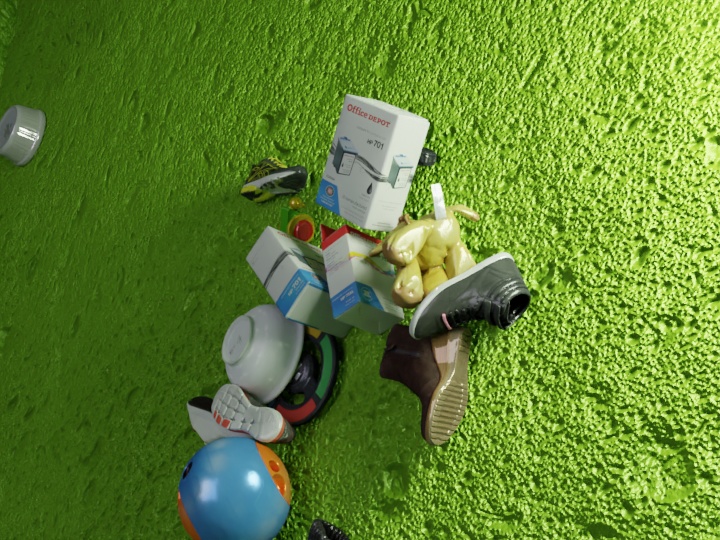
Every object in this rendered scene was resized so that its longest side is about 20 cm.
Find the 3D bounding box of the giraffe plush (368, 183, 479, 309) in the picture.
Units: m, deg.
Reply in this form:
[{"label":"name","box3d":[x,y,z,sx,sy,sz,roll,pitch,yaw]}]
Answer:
[{"label":"giraffe plush","box3d":[0.094,-0.032,1.527,0.162,0.170,0.203,172,104,-68]}]

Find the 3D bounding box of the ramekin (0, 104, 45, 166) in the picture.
[{"label":"ramekin","box3d":[-1.141,-0.458,3.089,0.201,0.094,0.205,-22,57,39]}]

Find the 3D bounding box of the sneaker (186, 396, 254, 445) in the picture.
[{"label":"sneaker","box3d":[-0.263,0.313,1.820,0.199,0.072,0.086,15,114,43]}]

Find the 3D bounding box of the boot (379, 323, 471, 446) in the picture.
[{"label":"boot","box3d":[0.095,0.177,1.480,0.165,0.072,0.202,-5,62,48]}]

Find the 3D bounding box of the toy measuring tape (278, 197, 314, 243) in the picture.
[{"label":"toy measuring tape","box3d":[-0.128,-0.045,1.843,0.073,0.073,0.203,20,110,49]}]

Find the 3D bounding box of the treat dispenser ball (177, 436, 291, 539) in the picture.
[{"label":"treat dispenser ball","box3d":[-0.219,0.393,1.616,0.200,0.200,0.204,-22,57,39]}]

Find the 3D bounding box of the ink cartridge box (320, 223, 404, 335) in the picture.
[{"label":"ink cartridge box","box3d":[0.000,0.000,1.623,0.067,0.115,0.202,-35,50,32]}]

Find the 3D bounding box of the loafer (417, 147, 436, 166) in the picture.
[{"label":"loafer","box3d":[0.058,-0.192,1.695,0.199,0.068,0.072,4,96,43]}]

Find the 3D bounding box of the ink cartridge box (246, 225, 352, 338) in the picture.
[{"label":"ink cartridge box","box3d":[-0.103,0.021,1.702,0.086,0.145,0.200,-55,42,15]}]

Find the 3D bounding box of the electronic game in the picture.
[{"label":"electronic game","box3d":[-0.111,0.189,1.715,0.199,0.041,0.203,-23,57,39]}]

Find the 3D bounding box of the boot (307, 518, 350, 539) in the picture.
[{"label":"boot","box3d":[-0.104,0.481,1.540,0.210,0.079,0.160,21,95,39]}]

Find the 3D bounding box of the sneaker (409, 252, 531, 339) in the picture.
[{"label":"sneaker","box3d":[0.171,0.060,1.409,0.199,0.071,0.099,-34,46,-2]}]

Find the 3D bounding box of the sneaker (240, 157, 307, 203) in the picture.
[{"label":"sneaker","box3d":[-0.183,-0.203,1.948,0.198,0.074,0.086,-9,65,45]}]

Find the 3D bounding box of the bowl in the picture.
[{"label":"bowl","box3d":[-0.199,0.144,1.748,0.200,0.090,0.203,-34,43,38]}]

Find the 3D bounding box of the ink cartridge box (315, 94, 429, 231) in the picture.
[{"label":"ink cartridge box","box3d":[0.019,-0.187,1.616,0.146,0.085,0.203,29,109,43]}]

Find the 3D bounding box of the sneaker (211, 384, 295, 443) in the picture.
[{"label":"sneaker","box3d":[-0.195,0.274,1.691,0.199,0.082,0.078,23,80,43]}]
